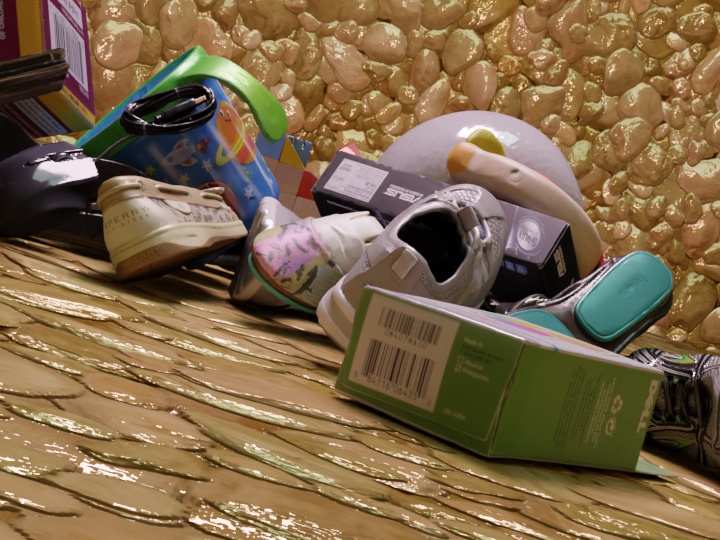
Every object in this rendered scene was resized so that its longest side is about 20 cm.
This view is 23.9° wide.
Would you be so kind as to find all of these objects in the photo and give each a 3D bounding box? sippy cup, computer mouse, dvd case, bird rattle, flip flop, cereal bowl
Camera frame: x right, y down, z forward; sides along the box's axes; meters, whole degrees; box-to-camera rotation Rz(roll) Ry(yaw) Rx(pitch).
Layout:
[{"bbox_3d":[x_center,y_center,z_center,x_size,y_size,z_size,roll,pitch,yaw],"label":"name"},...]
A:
[{"bbox_3d":[-0.134,-0.078,1.286,0.131,0.140,0.178,52,-17,-13],"label":"sippy cup"},{"bbox_3d":[-0.179,-0.083,1.149,0.058,0.034,0.199,35,54,29],"label":"computer mouse"},{"bbox_3d":[-0.277,-0.099,1.035,0.198,0.016,0.149,-15,4,-11],"label":"dvd case"},{"bbox_3d":[0.126,-0.024,1.279,0.200,0.113,0.163,38,-11,25],"label":"bird rattle"},{"bbox_3d":[-0.234,-0.061,1.194,0.198,0.082,0.057,17,-16,-24],"label":"flip flop"},{"bbox_3d":[0.096,-0.027,1.431,0.198,0.201,0.084,17,24,-11],"label":"cereal bowl"}]

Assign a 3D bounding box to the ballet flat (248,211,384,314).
[{"bbox_3d":[0.000,0.000,1.143,0.200,0.071,0.069,29,30,-57],"label":"ballet flat"}]

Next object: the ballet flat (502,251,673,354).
[{"bbox_3d":[0.128,0.052,1.082,0.199,0.069,0.068,-24,67,-39],"label":"ballet flat"}]

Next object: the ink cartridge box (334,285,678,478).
[{"bbox_3d":[0.090,0.061,0.897,0.103,0.060,0.199,20,4,39],"label":"ink cartridge box"}]

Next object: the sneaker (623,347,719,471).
[{"bbox_3d":[0.203,0.088,1.069,0.084,0.079,0.200,10,-5,-7],"label":"sneaker"}]

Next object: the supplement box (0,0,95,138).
[{"bbox_3d":[-0.307,-0.153,1.238,0.198,0.104,0.131,-8,-11,4],"label":"supplement box"}]

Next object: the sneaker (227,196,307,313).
[{"bbox_3d":[-0.042,-0.006,1.229,0.081,0.075,0.200,21,5,4],"label":"sneaker"}]

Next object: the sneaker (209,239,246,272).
[{"bbox_3d":[-0.157,-0.053,1.390,0.198,0.075,0.085,17,0,-7],"label":"sneaker"}]

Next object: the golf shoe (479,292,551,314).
[{"bbox_3d":[0.065,0.045,1.144,0.199,0.078,0.088,15,-20,-32],"label":"golf shoe"}]

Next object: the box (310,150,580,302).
[{"bbox_3d":[0.072,0.001,1.272,0.199,0.044,0.161,20,-30,29],"label":"box"}]

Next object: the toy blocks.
[{"bbox_3d":[-0.085,-0.070,1.562,0.198,0.138,0.100,17,3,-5],"label":"toy blocks"}]

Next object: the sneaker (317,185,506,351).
[{"bbox_3d":[0.052,-0.009,1.023,0.075,0.082,0.200,43,32,1],"label":"sneaker"}]

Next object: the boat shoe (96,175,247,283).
[{"bbox_3d":[-0.125,-0.035,1.129,0.073,0.063,0.200,-25,0,5],"label":"boat shoe"}]
